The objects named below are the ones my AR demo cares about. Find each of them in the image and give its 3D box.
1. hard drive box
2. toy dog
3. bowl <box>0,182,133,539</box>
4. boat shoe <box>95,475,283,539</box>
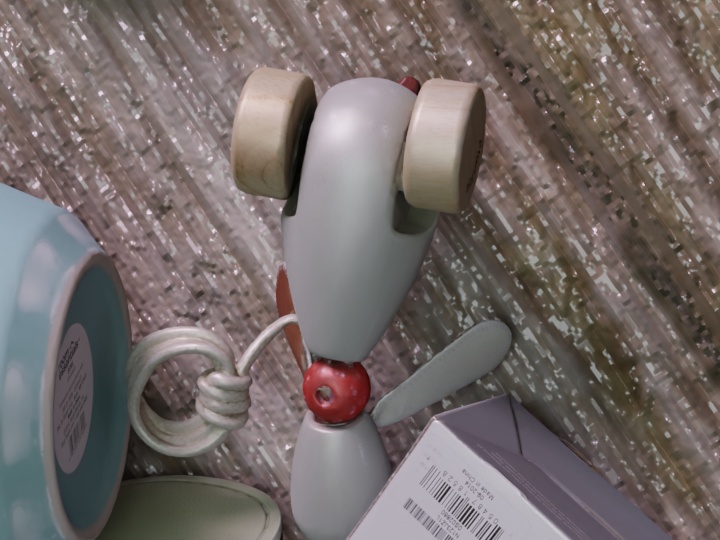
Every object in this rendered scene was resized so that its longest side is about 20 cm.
[{"bbox_3d":[0.044,0.175,0.809,0.156,0.077,0.200,42,110,18],"label":"hard drive box"},{"bbox_3d":[0.000,0.000,0.832,0.131,0.096,0.201,29,118,8],"label":"toy dog"},{"bbox_3d":[-0.153,0.048,0.814,0.104,0.201,0.202,2,97,8],"label":"bowl"},{"bbox_3d":[-0.120,0.142,0.881,0.198,0.075,0.066,-15,120,8],"label":"boat shoe"}]
